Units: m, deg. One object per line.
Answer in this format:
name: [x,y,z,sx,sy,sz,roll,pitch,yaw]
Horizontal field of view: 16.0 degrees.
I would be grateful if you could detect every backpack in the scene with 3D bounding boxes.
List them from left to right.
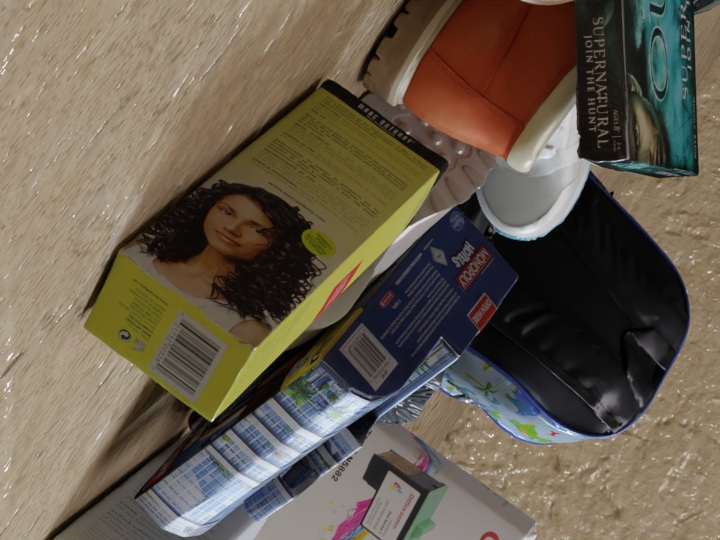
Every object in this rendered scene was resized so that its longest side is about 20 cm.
backpack: [0.119,0.021,1.798,0.183,0.200,0.147,-53,-168,-24]

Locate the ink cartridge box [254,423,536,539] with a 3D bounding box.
ink cartridge box: [-0.003,0.173,1.705,0.145,0.200,0.084,-55,173,3]

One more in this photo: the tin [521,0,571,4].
tin: [0.118,-0.208,1.153,0.200,0.042,0.112,-49,134,1]

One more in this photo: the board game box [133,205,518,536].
board game box: [-0.032,0.074,1.386,0.200,0.062,0.200,-39,-175,33]

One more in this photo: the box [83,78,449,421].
box: [-0.038,-0.014,1.141,0.050,0.075,0.200,-59,172,35]

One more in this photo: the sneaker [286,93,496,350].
sneaker: [-0.004,-0.029,1.343,0.200,0.076,0.081,-42,176,-33]

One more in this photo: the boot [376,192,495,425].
boot: [0.041,-0.011,1.621,0.165,0.066,0.200,-32,-141,66]

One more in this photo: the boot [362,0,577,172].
boot: [0.100,-0.141,1.317,0.200,0.107,0.075,-54,171,-18]

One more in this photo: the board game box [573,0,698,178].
board game box: [0.136,-0.149,1.272,0.135,0.028,0.200,1,86,-68]

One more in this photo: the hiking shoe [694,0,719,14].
hiking shoe: [0.138,-0.156,1.378,0.200,0.076,0.101,-30,175,-23]

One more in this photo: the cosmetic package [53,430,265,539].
cosmetic package: [-0.125,0.171,1.431,0.102,0.074,0.200,-57,174,20]

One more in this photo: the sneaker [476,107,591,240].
sneaker: [0.103,-0.114,1.490,0.081,0.076,0.200,-26,128,-70]
